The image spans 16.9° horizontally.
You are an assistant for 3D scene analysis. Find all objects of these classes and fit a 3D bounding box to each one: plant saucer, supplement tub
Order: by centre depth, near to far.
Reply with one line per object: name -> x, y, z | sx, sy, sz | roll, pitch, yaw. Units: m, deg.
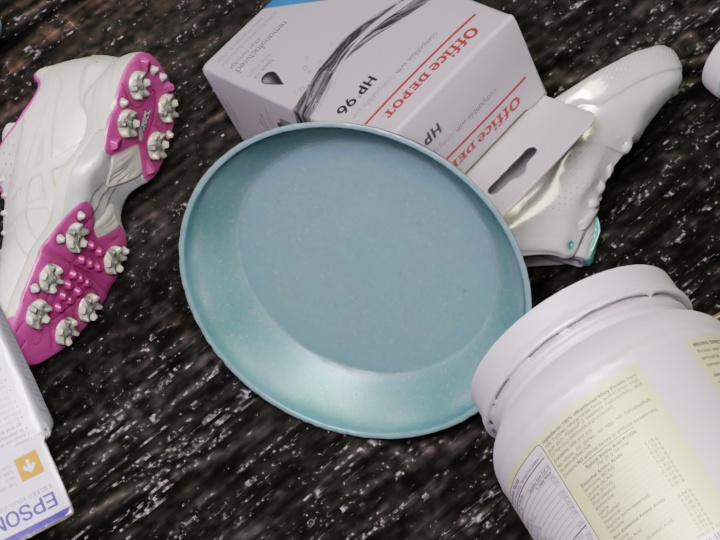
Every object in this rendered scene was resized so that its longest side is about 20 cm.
supplement tub -> 0.156, 0.112, 1.212 | 0.145, 0.145, 0.200 | -25, 62, -11
plant saucer -> 0.000, 0.000, 1.321 | 0.199, 0.200, 0.036 | 17, 34, 9

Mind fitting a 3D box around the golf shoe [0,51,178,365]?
golf shoe -> -0.177, -0.038, 1.400 | 0.091, 0.075, 0.200 | 9, 64, 28

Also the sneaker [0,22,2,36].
sneaker -> -0.308, -0.162, 1.460 | 0.200, 0.078, 0.086 | 28, 57, 5

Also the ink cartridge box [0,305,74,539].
ink cartridge box -> -0.274, 0.087, 1.319 | 0.199, 0.041, 0.200 | -26, 77, 3

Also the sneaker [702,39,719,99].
sneaker -> 0.313, -0.141, 1.430 | 0.200, 0.074, 0.118 | -42, 64, -7

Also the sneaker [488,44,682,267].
sneaker -> 0.119, -0.048, 1.401 | 0.200, 0.075, 0.089 | -37, 82, -9

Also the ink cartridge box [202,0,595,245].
ink cartridge box -> 0.021, -0.102, 1.376 | 0.200, 0.068, 0.116 | 26, 65, 42

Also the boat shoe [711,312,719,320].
boat shoe -> 0.189, 0.063, 1.335 | 0.200, 0.072, 0.072 | -42, 71, -17
